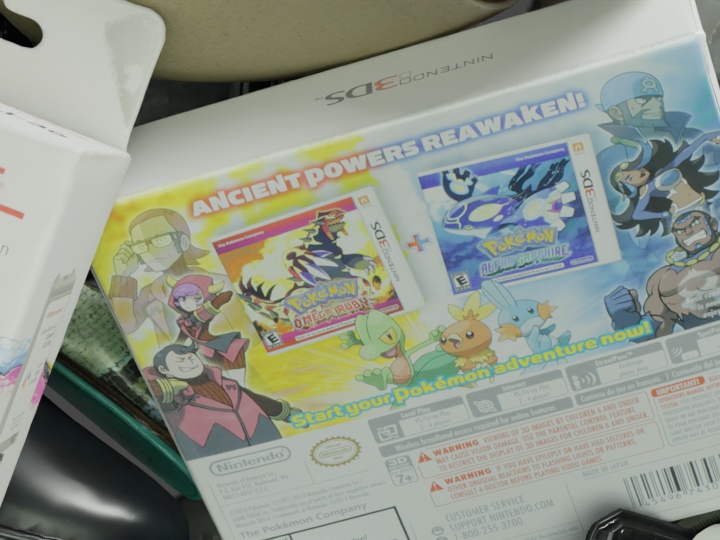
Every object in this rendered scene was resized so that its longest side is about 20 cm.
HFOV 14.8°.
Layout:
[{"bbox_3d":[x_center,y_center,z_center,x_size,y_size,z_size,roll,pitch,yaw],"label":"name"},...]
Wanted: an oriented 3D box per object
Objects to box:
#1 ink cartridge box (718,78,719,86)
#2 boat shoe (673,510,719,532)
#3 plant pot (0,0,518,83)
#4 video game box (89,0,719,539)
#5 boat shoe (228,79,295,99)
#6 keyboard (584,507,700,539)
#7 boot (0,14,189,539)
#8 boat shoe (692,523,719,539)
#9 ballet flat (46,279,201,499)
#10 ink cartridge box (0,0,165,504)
[{"bbox_3d":[0.229,0.004,0.963,0.200,0.086,0.147,-3,103,-4],"label":"ink cartridge box"},{"bbox_3d":[0.101,0.152,1.000,0.201,0.061,0.072,-35,102,4],"label":"boat shoe"},{"bbox_3d":[-0.058,-0.138,0.871,0.134,0.200,0.200,-29,103,21],"label":"plant pot"},{"bbox_3d":[0.031,0.014,0.874,0.200,0.047,0.182,-15,128,9],"label":"video game box"},{"bbox_3d":[-0.003,0.001,0.956,0.074,0.068,0.199,-6,103,-3],"label":"boat shoe"},{"bbox_3d":[0.119,0.158,0.944,0.200,0.021,0.127,23,82,-46],"label":"keyboard"},{"bbox_3d":[-0.128,0.003,0.873,0.200,0.076,0.168,17,89,-1],"label":"boot"},{"bbox_3d":[0.168,0.159,0.937,0.072,0.060,0.202,-58,134,-21],"label":"boat shoe"},{"bbox_3d":[-0.114,-0.002,0.958,0.200,0.074,0.074,37,98,-12],"label":"ballet flat"},{"bbox_3d":[-0.144,0.000,0.798,0.116,0.067,0.200,21,95,6],"label":"ink cartridge box"}]
